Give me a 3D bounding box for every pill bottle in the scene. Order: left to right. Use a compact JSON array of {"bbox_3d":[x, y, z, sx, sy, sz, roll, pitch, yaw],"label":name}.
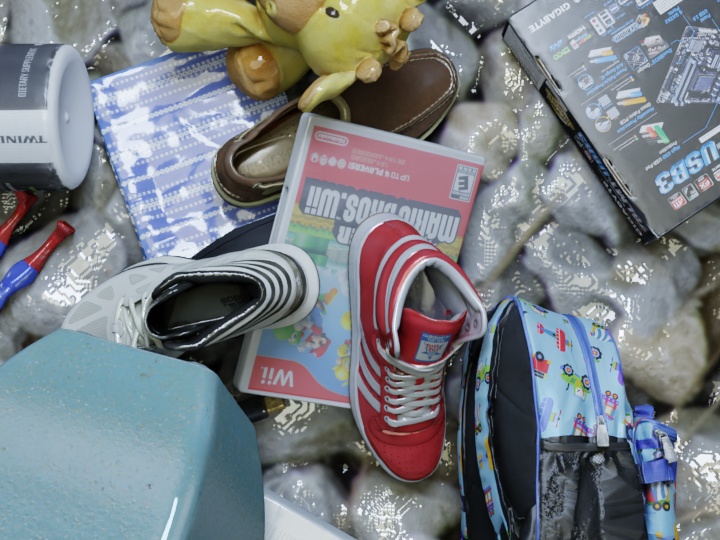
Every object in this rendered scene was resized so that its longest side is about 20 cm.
[{"bbox_3d":[-0.301,-0.109,0.999,0.199,0.106,0.107,0,86,5],"label":"pill bottle"}]

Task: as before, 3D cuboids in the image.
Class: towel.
[{"bbox_3d":[-0.110,-0.072,1.043,0.144,0.024,0.201,-20,86,-2],"label":"towel"}]

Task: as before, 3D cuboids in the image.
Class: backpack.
[{"bbox_3d":[0.136,0.121,0.960,0.134,0.183,0.201,1,74,-8],"label":"backpack"}]

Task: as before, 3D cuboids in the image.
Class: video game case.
[{"bbox_3d":[0.000,0.000,0.991,0.143,0.017,0.201,11,100,-25],"label":"video game case"}]

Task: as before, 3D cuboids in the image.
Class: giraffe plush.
[{"bbox_3d":[-0.030,-0.181,0.949,0.199,0.162,0.173,12,108,-21],"label":"giraffe plush"}]

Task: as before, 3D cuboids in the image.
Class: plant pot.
[{"bbox_3d":[-0.162,0.156,0.881,0.196,0.196,0.200,14,67,18],"label":"plant pot"}]

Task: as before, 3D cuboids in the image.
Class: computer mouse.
[{"bbox_3d":[-0.070,0.032,1.003,0.199,0.046,0.141,-22,88,-5],"label":"computer mouse"}]

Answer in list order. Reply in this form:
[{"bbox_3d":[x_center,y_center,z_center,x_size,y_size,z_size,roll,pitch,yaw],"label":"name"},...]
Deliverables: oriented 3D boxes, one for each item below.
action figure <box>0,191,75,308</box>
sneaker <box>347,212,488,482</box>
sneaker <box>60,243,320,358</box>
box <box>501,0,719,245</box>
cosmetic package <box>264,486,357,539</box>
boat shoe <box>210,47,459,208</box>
[{"bbox_3d":[-0.297,0.030,1.001,0.065,0.099,0.200,38,89,4],"label":"action figure"},{"bbox_3d":[0.039,0.068,0.952,0.071,0.112,0.201,-14,109,-17],"label":"sneaker"},{"bbox_3d":[-0.138,0.024,0.925,0.200,0.115,0.076,-15,86,22],"label":"sneaker"},{"bbox_3d":[0.241,-0.156,1.036,0.200,0.050,0.199,-34,87,-3],"label":"box"},{"bbox_3d":[-0.088,0.263,1.004,0.151,0.052,0.200,29,86,5],"label":"cosmetic package"},{"bbox_3d":[-0.012,-0.105,1.009,0.202,0.075,0.075,-31,87,-11],"label":"boat shoe"}]
